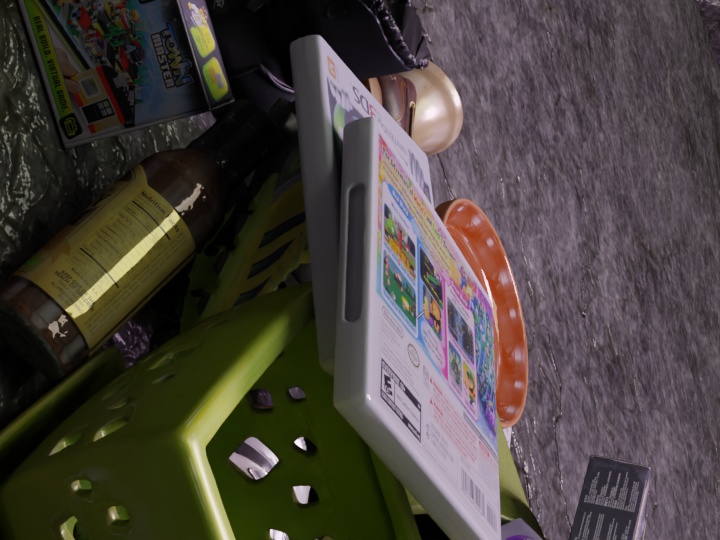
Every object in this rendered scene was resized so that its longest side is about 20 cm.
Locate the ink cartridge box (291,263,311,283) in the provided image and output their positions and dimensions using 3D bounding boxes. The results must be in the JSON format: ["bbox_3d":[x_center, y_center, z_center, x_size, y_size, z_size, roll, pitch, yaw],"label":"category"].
[{"bbox_3d":[0.000,0.000,1.053,0.200,0.084,0.146,60,-9,16],"label":"ink cartridge box"}]

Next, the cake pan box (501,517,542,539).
[{"bbox_3d":[0.047,0.278,1.013,0.052,0.200,0.185,47,-29,43],"label":"cake pan box"}]

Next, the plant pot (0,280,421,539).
[{"bbox_3d":[-0.096,0.140,0.807,0.199,0.181,0.200,-47,123,-60],"label":"plant pot"}]

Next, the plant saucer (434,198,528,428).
[{"bbox_3d":[0.095,0.038,1.281,0.200,0.032,0.201,43,40,-52],"label":"plant saucer"}]

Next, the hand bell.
[{"bbox_3d":[0.001,-0.095,1.263,0.200,0.104,0.104,-51,127,-45],"label":"hand bell"}]

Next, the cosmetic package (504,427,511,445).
[{"bbox_3d":[0.066,0.101,1.312,0.200,0.071,0.102,54,34,-44],"label":"cosmetic package"}]

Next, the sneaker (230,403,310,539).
[{"bbox_3d":[-0.069,0.195,0.998,0.088,0.076,0.200,-22,95,-51],"label":"sneaker"}]

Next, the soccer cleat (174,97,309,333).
[{"bbox_3d":[-0.047,-0.026,0.938,0.084,0.065,0.200,39,60,-24],"label":"soccer cleat"}]

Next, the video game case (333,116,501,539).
[{"bbox_3d":[0.036,0.043,0.842,0.200,0.024,0.182,53,30,-48],"label":"video game case"}]

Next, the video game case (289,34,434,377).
[{"bbox_3d":[0.012,-0.013,0.885,0.182,0.023,0.201,39,41,-60],"label":"video game case"}]

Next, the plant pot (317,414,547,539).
[{"bbox_3d":[0.050,0.173,1.137,0.190,0.200,0.200,-90,156,-49],"label":"plant pot"}]

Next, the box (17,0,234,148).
[{"bbox_3d":[-0.157,-0.184,0.899,0.035,0.110,0.200,-37,113,-63],"label":"box"}]

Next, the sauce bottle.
[{"bbox_3d":[-0.124,-0.024,0.861,0.200,0.065,0.065,-45,126,-28],"label":"sauce bottle"}]

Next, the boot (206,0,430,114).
[{"bbox_3d":[-0.028,-0.149,1.102,0.198,0.162,0.073,57,30,-42],"label":"boot"}]

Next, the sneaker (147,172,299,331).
[{"bbox_3d":[-0.094,0.022,1.014,0.099,0.071,0.200,-55,142,-35],"label":"sneaker"}]

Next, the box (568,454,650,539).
[{"bbox_3d":[0.158,0.254,1.023,0.161,0.049,0.200,82,23,-50],"label":"box"}]

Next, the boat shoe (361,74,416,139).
[{"bbox_3d":[0.012,-0.061,1.185,0.070,0.070,0.201,8,90,-45],"label":"boat shoe"}]
